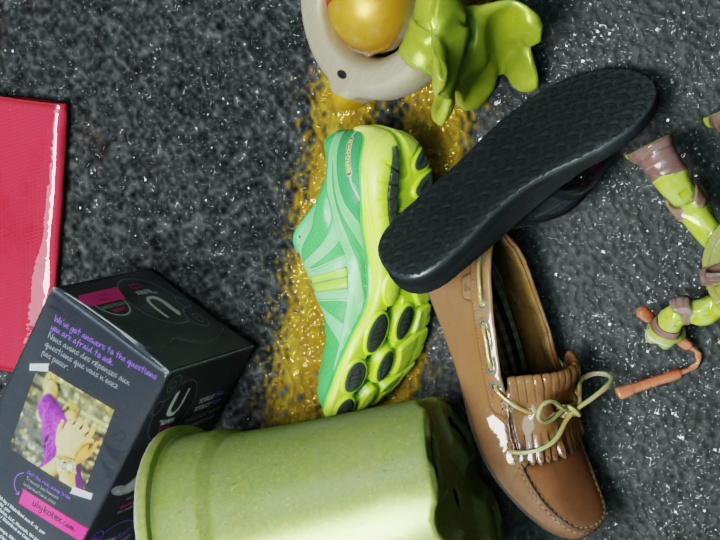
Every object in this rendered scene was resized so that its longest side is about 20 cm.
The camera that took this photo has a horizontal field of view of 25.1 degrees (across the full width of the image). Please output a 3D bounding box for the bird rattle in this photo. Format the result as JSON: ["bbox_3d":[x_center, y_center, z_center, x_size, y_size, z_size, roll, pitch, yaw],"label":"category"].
[{"bbox_3d":[0.021,-0.183,1.005,0.163,0.112,0.201,-21,88,39],"label":"bird rattle"}]

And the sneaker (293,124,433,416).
[{"bbox_3d":[0.000,0.000,1.065,0.083,0.074,0.201,24,113,44],"label":"sneaker"}]

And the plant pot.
[{"bbox_3d":[-0.013,0.169,1.026,0.183,0.200,0.201,-20,92,17],"label":"plant pot"}]

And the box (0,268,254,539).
[{"bbox_3d":[-0.181,0.112,1.112,0.106,0.122,0.201,35,108,17],"label":"box"}]

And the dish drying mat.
[{"bbox_3d":[-0.252,-0.026,1.174,0.076,0.018,0.201,10,101,18],"label":"dish drying mat"}]

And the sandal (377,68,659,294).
[{"bbox_3d":[0.100,-0.054,1.005,0.200,0.048,0.075,-36,45,2],"label":"sandal"}]

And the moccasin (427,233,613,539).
[{"bbox_3d":[0.110,0.071,1.023,0.078,0.073,0.203,-24,81,47],"label":"moccasin"}]

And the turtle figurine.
[{"bbox_3d":[0.219,-0.009,0.973,0.199,0.064,0.162,-24,90,23],"label":"turtle figurine"}]
